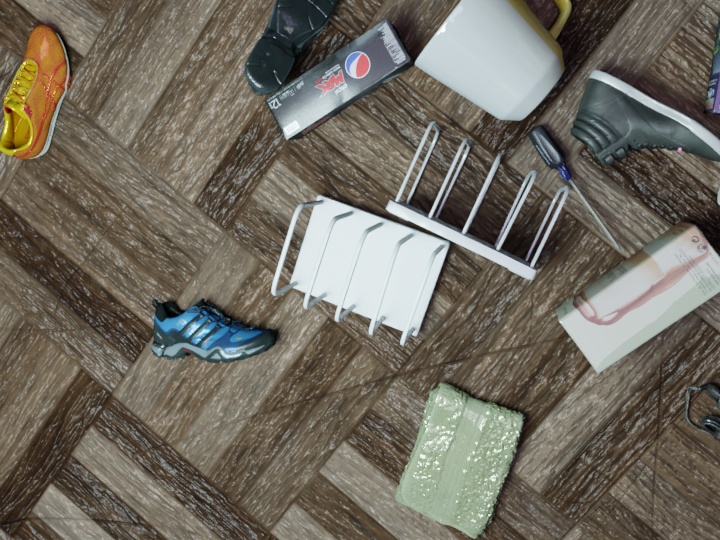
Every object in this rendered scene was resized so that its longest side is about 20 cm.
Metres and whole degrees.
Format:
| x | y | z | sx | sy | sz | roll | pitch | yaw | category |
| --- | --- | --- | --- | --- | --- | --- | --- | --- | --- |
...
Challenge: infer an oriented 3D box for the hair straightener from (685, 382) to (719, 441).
| x | y | z | sx | sy | sz | roll | pitch | yaw | category |
| --- | --- | --- | --- | --- | --- | --- | --- | --- | --- |
| 0.504 | 0.228 | 0.958 | 0.200 | 0.041 | 0.077 | 42 | 103 | 3 | hair straightener |

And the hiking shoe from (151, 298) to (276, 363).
| x | y | z | sx | sy | sz | roll | pitch | yaw | category |
| --- | --- | --- | --- | --- | --- | --- | --- | --- | --- |
| -0.222 | 0.086 | 1.073 | 0.198 | 0.074 | 0.088 | -1 | 98 | 12 | hiking shoe |

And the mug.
| x | y | z | sx | sy | sz | roll | pitch | yaw | category |
| --- | --- | --- | --- | --- | --- | --- | --- | --- | --- |
| 0.183 | -0.284 | 0.906 | 0.153 | 0.150 | 0.187 | 40 | 110 | -4 | mug |

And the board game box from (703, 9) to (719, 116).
| x | y | z | sx | sy | sz | roll | pitch | yaw | category |
| --- | --- | --- | --- | --- | --- | --- | --- | --- | --- |
| 0.536 | -0.266 | 0.875 | 0.198 | 0.057 | 0.167 | 6 | 98 | 11 | board game box |

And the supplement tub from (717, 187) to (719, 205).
| x | y | z | sx | sy | sz | roll | pitch | yaw | category |
| --- | --- | --- | --- | --- | --- | --- | --- | --- | --- |
| 0.547 | -0.083 | 0.853 | 0.199 | 0.145 | 0.146 | 30 | 103 | 7 | supplement tub |

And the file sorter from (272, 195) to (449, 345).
| x | y | z | sx | sy | sz | roll | pitch | yaw | category |
| --- | --- | --- | --- | --- | --- | --- | --- | --- | --- |
| 0.000 | 0.000 | 0.982 | 0.198 | 0.125 | 0.140 | 21 | 102 | 8 | file sorter |

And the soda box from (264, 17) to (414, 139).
| x | y | z | sx | sy | sz | roll | pitch | yaw | category |
| --- | --- | --- | --- | --- | --- | --- | --- | --- | --- |
| -0.027 | -0.255 | 0.985 | 0.199 | 0.071 | 0.064 | -29 | 94 | 13 | soda box |

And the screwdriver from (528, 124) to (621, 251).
| x | y | z | sx | sy | sz | roll | pitch | yaw | category |
| --- | --- | --- | --- | --- | --- | --- | --- | --- | --- |
| 0.285 | -0.106 | 0.966 | 0.029 | 0.028 | 0.201 | -30 | 92 | 45 | screwdriver |

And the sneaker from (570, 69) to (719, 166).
| x | y | z | sx | sy | sz | roll | pitch | yaw | category |
| --- | --- | --- | --- | --- | --- | --- | --- | --- | --- |
| 0.359 | -0.164 | 0.923 | 0.199 | 0.071 | 0.100 | 32 | 105 | 12 | sneaker |

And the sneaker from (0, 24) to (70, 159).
| x | y | z | sx | sy | sz | roll | pitch | yaw | category |
| --- | --- | --- | --- | --- | --- | --- | --- | --- | --- |
| -0.486 | -0.263 | 1.079 | 0.072 | 0.077 | 0.202 | 15 | 99 | 11 | sneaker |

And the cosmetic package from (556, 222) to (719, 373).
| x | y | z | sx | sy | sz | roll | pitch | yaw | category |
| --- | --- | --- | --- | --- | --- | --- | --- | --- | --- |
| 0.358 | 0.032 | 0.931 | 0.199 | 0.103 | 0.088 | -38 | 87 | 12 | cosmetic package |

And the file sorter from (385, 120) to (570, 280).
| x | y | z | sx | sy | sz | roll | pitch | yaw | category |
| --- | --- | --- | --- | --- | --- | --- | --- | --- | --- |
| 0.155 | -0.091 | 0.939 | 0.199 | 0.139 | 0.125 | 27 | 99 | 7 | file sorter |

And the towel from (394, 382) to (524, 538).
| x | y | z | sx | sy | sz | roll | pitch | yaw | category |
| --- | --- | --- | --- | --- | --- | --- | --- | --- | --- |
| 0.143 | 0.274 | 1.043 | 0.147 | 0.036 | 0.202 | 20 | 101 | 8 | towel |

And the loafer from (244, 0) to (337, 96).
| x | y | z | sx | sy | sz | roll | pitch | yaw | category |
| --- | --- | --- | --- | --- | --- | --- | --- | --- | --- |
| -0.096 | -0.328 | 0.991 | 0.073 | 0.072 | 0.201 | 36 | 83 | -12 | loafer |
